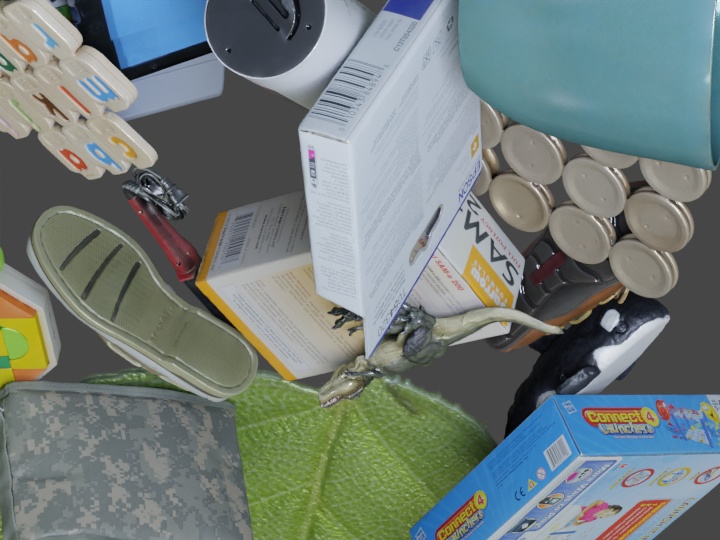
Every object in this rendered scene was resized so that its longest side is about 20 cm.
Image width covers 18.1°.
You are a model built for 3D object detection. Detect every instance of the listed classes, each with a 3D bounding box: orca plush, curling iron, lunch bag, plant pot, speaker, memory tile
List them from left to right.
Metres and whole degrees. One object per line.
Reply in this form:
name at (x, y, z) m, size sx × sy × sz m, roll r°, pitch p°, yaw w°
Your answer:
lunch bag at (-0.195, 0.178, 1.753) m, size 0.200 × 0.164 × 0.118 m, roll 14°, pitch 135°, yaw -29°
curling iron at (-0.125, -0.005, 1.683) m, size 0.050 × 0.026 × 0.200 m, roll 20°, pitch 151°, yaw 35°
speaker at (-0.028, -0.143, 1.439) m, size 0.081 × 0.081 × 0.200 m, roll -13°, pitch 170°, yaw 16°
orca plush at (0.154, 0.072, 1.745) m, size 0.105 × 0.071 × 0.200 m, roll -25°, pitch 159°, yaw -39°
memory tile at (0.140, -0.071, 1.540) m, size 0.200 × 0.017 × 0.153 m, roll 30°, pitch 142°, yaw 18°
plant pot at (0.149, -0.167, 1.404) m, size 0.161 × 0.201 × 0.201 m, roll 5°, pitch 136°, yaw 13°

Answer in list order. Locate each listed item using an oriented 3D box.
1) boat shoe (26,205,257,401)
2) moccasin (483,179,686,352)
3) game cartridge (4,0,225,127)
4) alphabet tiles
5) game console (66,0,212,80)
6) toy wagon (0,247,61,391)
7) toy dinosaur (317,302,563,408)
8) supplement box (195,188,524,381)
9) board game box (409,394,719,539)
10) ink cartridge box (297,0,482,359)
boat shoe at (-0.172, 0.032, 1.694) m, size 0.200 × 0.075 × 0.068 m, roll 41°, pitch 153°, yaw -12°
moccasin at (0.167, -0.003, 1.643) m, size 0.078 × 0.074 × 0.201 m, roll -15°, pitch 156°, yaw -43°
game cartridge at (-0.162, -0.178, 1.496) m, size 0.133 × 0.040 × 0.200 m, roll -18°, pitch 137°, yaw 1°
alphabet tiles at (-0.223, -0.133, 1.487) m, size 0.196 × 0.015 × 0.200 m, roll 44°, pitch 156°, yaw -21°
game console at (-0.081, -0.183, 1.411) m, size 0.200 × 0.171 × 0.118 m, roll -21°, pitch 108°, yaw -8°
toy wagon at (-0.335, 0.046, 1.744) m, size 0.200 × 0.040 × 0.155 m, roll -1°, pitch 134°, yaw 4°
toy dinosaur at (0.034, 0.045, 1.581) m, size 0.200 × 0.048 × 0.088 m, roll -19°, pitch 146°, yaw 35°
supplement box at (0.000, 0.000, 1.633) m, size 0.200 × 0.074 × 0.126 m, roll -13°, pitch 134°, yaw 32°
board game box at (0.173, 0.173, 1.773) m, size 0.196 × 0.056 × 0.200 m, roll 3°, pitch 142°, yaw -40°
ink cartridge box at (0.024, -0.078, 1.455) m, size 0.043 × 0.196 × 0.200 m, roll 18°, pitch 140°, yaw 18°
